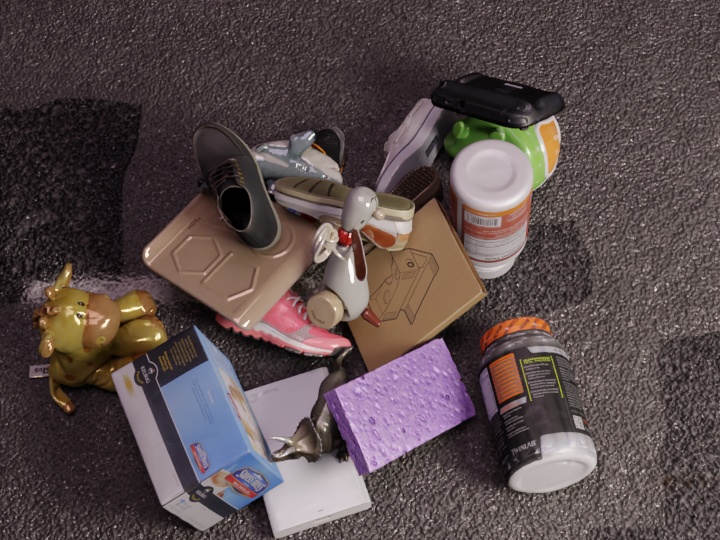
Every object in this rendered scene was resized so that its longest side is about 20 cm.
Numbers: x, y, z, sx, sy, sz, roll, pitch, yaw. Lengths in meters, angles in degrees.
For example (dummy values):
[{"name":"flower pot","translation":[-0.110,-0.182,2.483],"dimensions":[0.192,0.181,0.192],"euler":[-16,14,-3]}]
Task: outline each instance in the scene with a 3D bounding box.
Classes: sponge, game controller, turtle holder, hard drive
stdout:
[{"name":"sponge","translation":[0.054,0.171,1.601],"dimensions":[0.198,0.030,0.113],"euler":[-22,83,-39]},{"name":"game controller","translation":[0.190,-0.237,1.748],"dimensions":[0.103,0.043,0.199],"euler":[-17,27,-33]},{"name":"turtle holder","translation":[0.208,-0.175,1.821],"dimensions":[0.131,0.185,0.142],"euler":[-34,95,-32]},{"name":"hard drive","translation":[-0.077,0.235,1.642],"dimensions":[0.130,0.026,0.202],"euler":[-17,60,-6]}]

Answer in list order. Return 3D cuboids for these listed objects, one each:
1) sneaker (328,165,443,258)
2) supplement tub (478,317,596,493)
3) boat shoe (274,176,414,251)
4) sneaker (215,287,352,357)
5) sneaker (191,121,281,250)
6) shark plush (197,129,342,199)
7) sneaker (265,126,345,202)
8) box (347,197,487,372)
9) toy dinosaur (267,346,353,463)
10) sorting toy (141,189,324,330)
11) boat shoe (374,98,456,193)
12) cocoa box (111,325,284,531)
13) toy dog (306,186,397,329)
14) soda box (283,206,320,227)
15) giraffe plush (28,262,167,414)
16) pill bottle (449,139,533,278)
[{"name":"sneaker","translation":[0.041,-0.062,1.785],"dimensions":[0.199,0.076,0.071],"euler":[-36,49,-8]},{"name":"supplement tub","translation":[0.220,0.170,1.603],"dimensions":[0.120,0.123,0.202],"euler":[-10,59,-2]},{"name":"boat shoe","translation":[-0.027,-0.075,1.700],"dimensions":[0.197,0.069,0.075],"euler":[15,27,14]},{"name":"sneaker","translation":[-0.100,0.061,1.703],"dimensions":[0.197,0.074,0.088],"euler":[17,90,14]},{"name":"sneaker","translation":[-0.175,-0.128,1.676],"dimensions":[0.074,0.106,0.201],"euler":[-34,73,4]},{"name":"shark plush","translation":[-0.126,-0.137,1.745],"dimensions":[0.197,0.091,0.085],"euler":[-5,77,-16]},{"name":"sneaker","translation":[-0.090,-0.145,1.843],"dimensions":[0.078,0.078,0.201],"euler":[29,63,22]},{"name":"box","translation":[0.062,0.025,1.699],"dimensions":[0.199,0.021,0.165],"euler":[-40,56,21]},{"name":"toy dinosaur","translation":[-0.036,0.181,1.597],"dimensions":[0.076,0.103,0.201],"euler":[24,64,17]},{"name":"sorting toy","translation":[-0.172,-0.026,1.725],"dimensions":[0.199,0.037,0.185],"euler":[32,64,23]},{"name":"boat shoe","translation":[0.068,-0.180,1.859],"dimensions":[0.065,0.072,0.201],"euler":[19,66,31]},{"name":"cocoa box","translation":[-0.206,0.200,1.595],"dimensions":[0.130,0.134,0.201],"euler":[-30,59,2]},{"name":"toy dog","translation":[0.000,0.000,1.645],"dimensions":[0.095,0.201,0.132],"euler":[25,52,15]},{"name":"soda box","translation":[-0.108,-0.046,1.792],"dimensions":[0.198,0.064,0.068],"euler":[-30,61,-14]},{"name":"giraffe plush","translation":[-0.368,0.077,1.677],"dimensions":[0.197,0.163,0.174],"euler":[-20,59,-9]},{"name":"pill bottle","translation":[0.175,-0.077,1.710],"dimensions":[0.110,0.201,0.114],"euler":[-1,59,2]}]
